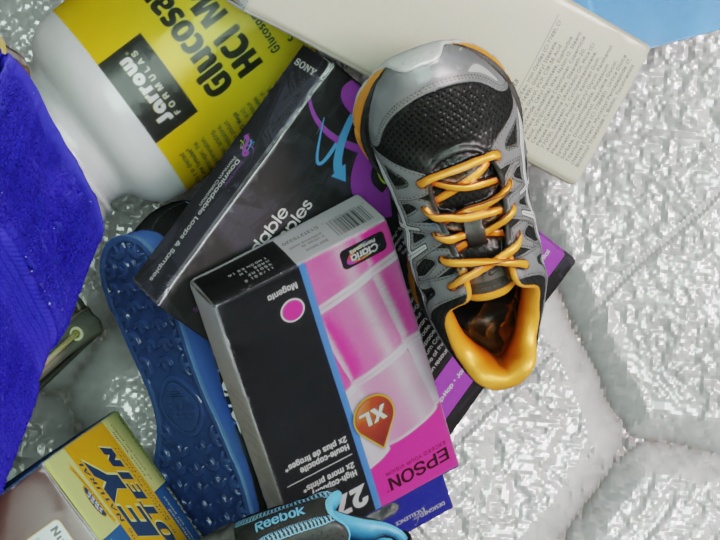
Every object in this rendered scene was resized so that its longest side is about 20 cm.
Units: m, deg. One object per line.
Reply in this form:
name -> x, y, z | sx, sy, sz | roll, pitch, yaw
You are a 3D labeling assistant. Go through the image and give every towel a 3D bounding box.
towel -> -0.171, 0.010, 1.303 | 0.049, 0.148, 0.201 | -6, 46, 27

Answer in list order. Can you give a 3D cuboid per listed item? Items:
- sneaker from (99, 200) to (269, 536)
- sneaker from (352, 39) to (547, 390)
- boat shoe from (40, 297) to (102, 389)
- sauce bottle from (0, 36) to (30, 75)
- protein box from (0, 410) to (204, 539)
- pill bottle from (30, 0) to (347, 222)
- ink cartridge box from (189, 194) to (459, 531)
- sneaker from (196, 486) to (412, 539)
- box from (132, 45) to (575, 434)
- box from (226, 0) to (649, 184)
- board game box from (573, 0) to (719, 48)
sneaker -> -0.067, 0.061, 1.515 | 0.078, 0.070, 0.201 | -29, 112, -42
sneaker -> 0.052, -0.026, 1.402 | 0.078, 0.201, 0.077 | -20, 46, 0
boat shoe -> -0.209, 0.086, 1.502 | 0.060, 0.072, 0.202 | 37, 82, 3
sauce bottle -> -0.243, -0.131, 1.404 | 0.200, 0.065, 0.065 | 41, 85, -32
protein box -> -0.172, 0.187, 1.423 | 0.200, 0.199, 0.135 | -35, 91, 6
pill bottle -> -0.089, -0.107, 1.496 | 0.200, 0.112, 0.113 | -38, 91, -4
ink cartridge box -> -0.011, 0.068, 1.463 | 0.094, 0.037, 0.201 | -28, 127, -15
sneaker -> 0.003, 0.169, 1.460 | 0.082, 0.200, 0.073 | -31, 53, 16
box -> 0.000, 0.000, 1.481 | 0.200, 0.036, 0.143 | 38, 88, -39
box -> 0.032, -0.122, 1.435 | 0.199, 0.068, 0.082 | 28, 95, -25
board game box -> 0.101, -0.179, 1.551 | 0.199, 0.039, 0.159 | -16, 83, -6
